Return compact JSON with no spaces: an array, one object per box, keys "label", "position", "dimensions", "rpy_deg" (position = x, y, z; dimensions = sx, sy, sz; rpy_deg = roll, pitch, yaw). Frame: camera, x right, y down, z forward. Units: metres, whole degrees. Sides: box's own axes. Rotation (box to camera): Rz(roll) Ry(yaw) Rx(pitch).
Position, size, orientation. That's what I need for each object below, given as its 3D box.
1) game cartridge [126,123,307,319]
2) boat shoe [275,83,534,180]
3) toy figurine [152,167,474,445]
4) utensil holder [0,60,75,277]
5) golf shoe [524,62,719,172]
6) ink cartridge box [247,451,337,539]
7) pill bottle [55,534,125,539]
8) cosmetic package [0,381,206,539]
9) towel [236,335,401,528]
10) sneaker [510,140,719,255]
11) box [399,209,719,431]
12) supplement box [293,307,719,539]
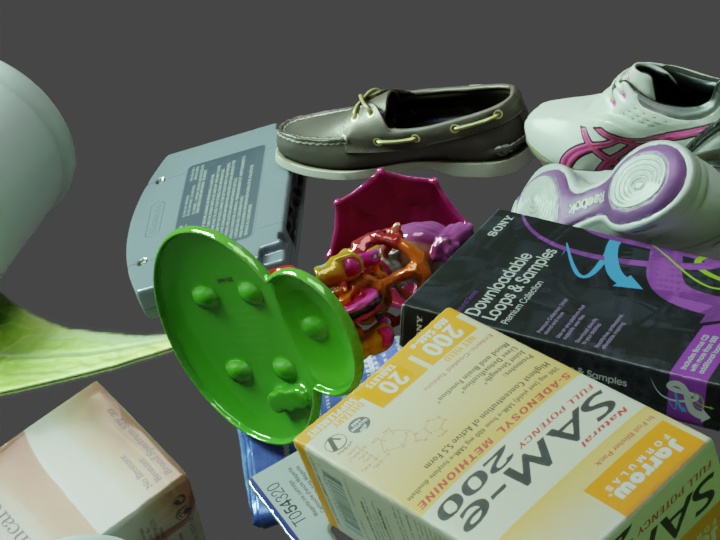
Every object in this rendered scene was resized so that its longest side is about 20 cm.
[{"label":"game cartridge","position":[-0.109,-0.038,1.584],"dimensions":[0.133,0.042,0.200],"rpy_deg":[-19,30,15]},{"label":"boat shoe","position":[0.028,-0.106,1.548],"dimensions":[0.200,0.060,0.072],"rpy_deg":[1,36,20]},{"label":"toy figurine","position":[0.000,0.000,1.307],"dimensions":[0.184,0.150,0.200],"rpy_deg":[-32,14,-32]},{"label":"utensil holder","position":[-0.339,-0.048,1.628],"dimensions":[0.170,0.170,0.200],"rpy_deg":[-5,38,28]},{"label":"golf shoe","position":[0.194,-0.110,1.440],"dimensions":[0.200,0.092,0.073],"rpy_deg":[5,42,41]},{"label":"ink cartridge box","position":[0.064,0.131,1.182],"dimensions":[0.200,0.043,0.196],"rpy_deg":[-30,37,-11]},{"label":"pill bottle","position":[-0.126,0.232,1.092],"dimensions":[0.112,0.113,0.200],"rpy_deg":[-27,31,-8]},{"label":"cosmetic package","position":[-0.201,0.171,1.238],"dimensions":[0.200,0.087,0.103],"rpy_deg":[-37,57,-21]},{"label":"towel","position":[0.018,0.085,1.317],"dimensions":[0.200,0.024,0.145],"rpy_deg":[-20,31,4]},{"label":"sneaker","position":[0.172,-0.028,1.359],"dimensions":[0.200,0.100,0.075],"rpy_deg":[-8,65,57]},{"label":"box","position":[0.142,0.025,1.238],"dimensions":[0.200,0.036,0.143],"rpy_deg":[13,31,24]},{"label":"supplement box","position":[0.078,0.111,1.103],"dimensions":[0.126,0.074,0.200],"rpy_deg":[-40,41,-23]}]
